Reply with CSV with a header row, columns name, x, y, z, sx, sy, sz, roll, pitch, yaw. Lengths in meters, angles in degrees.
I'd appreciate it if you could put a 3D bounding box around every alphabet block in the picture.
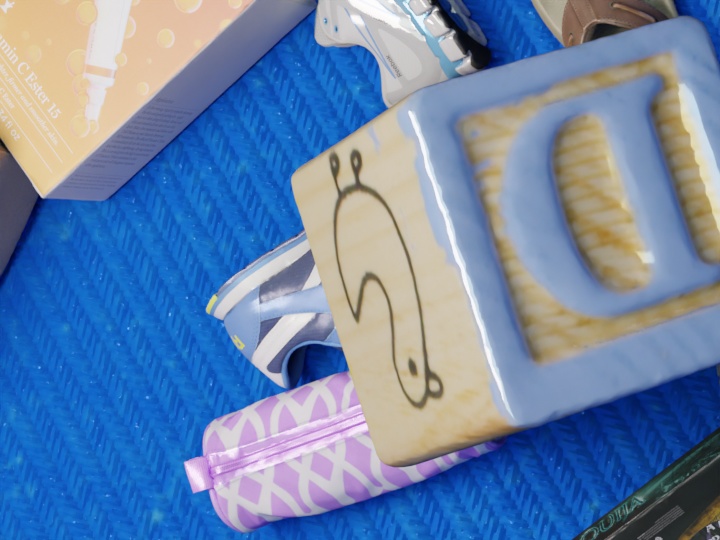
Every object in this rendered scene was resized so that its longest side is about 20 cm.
name,x,y,z,sx,sy,sz,roll,pitch,yaw
alphabet block,0.101,-0.012,1.454,0.195,0.200,0.197,-15,84,-22

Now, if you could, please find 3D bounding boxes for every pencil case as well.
name,x,y,z,sx,sy,sz,roll,pitch,yaw
pencil case,-0.004,0.102,1.600,0.199,0.085,0.084,-22,84,19

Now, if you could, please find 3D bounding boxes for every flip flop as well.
name,x,y,z,sx,sy,sz,roll,pitch,yaw
flip flop,0.159,-0.133,1.555,0.081,0.058,0.201,-27,82,18

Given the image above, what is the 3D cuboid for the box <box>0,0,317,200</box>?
name,x,y,z,sx,sy,sz,roll,pitch,yaw
box,-0.150,-0.155,1.644,0.200,0.097,0.125,-41,78,15

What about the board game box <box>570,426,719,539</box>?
name,x,y,z,sx,sy,sz,roll,pitch,yaw
board game box,0.241,0.150,1.507,0.200,0.028,0.135,-38,113,15

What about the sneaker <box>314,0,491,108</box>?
name,x,y,z,sx,sy,sz,roll,pitch,yaw
sneaker,-0.007,-0.188,1.609,0.086,0.075,0.201,-36,78,22

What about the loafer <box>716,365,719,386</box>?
name,x,y,z,sx,sy,sz,roll,pitch,yaw
loafer,0.251,0.010,1.514,0.069,0.075,0.202,-3,89,24

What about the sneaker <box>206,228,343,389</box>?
name,x,y,z,sx,sy,sz,roll,pitch,yaw
sneaker,0.000,0.000,1.608,0.199,0.074,0.083,-34,84,22

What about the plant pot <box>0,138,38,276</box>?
name,x,y,z,sx,sy,sz,roll,pitch,yaw
plant pot,-0.323,-0.057,1.665,0.177,0.200,0.200,-46,76,5
